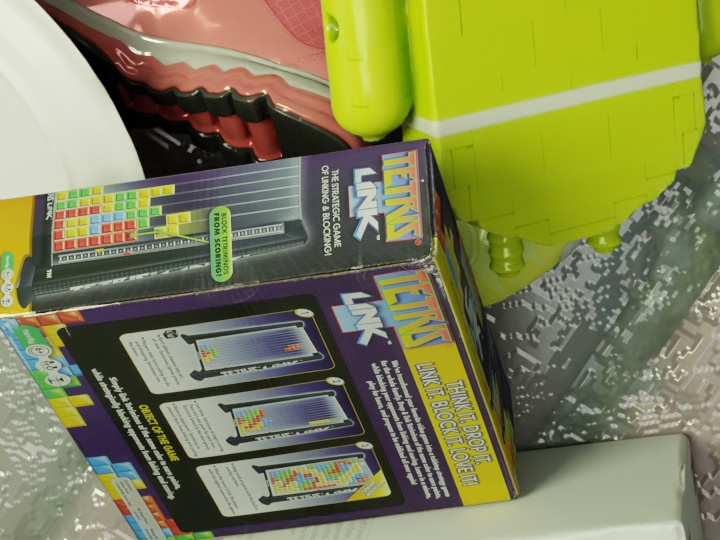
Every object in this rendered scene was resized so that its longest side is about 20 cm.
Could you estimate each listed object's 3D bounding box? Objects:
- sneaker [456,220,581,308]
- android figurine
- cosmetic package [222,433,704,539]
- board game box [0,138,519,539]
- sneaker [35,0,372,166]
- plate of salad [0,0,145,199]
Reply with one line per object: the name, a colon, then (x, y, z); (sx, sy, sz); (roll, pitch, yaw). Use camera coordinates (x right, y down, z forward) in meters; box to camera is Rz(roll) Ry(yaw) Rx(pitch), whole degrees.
sneaker: (0.000, 0.000, 1.069); (0.200, 0.076, 0.076); (-16, 103, 12)
android figurine: (0.071, -0.096, 1.002); (0.182, 0.041, 0.200); (-16, 112, -23)
cosmetic package: (0.044, 0.128, 1.091); (0.200, 0.102, 0.074); (-6, 107, 12)
board game box: (-0.034, 0.033, 1.006); (0.165, 0.057, 0.200); (-9, 148, 8)
sneaker: (-0.073, -0.101, 1.061); (0.200, 0.087, 0.074); (22, 153, 17)
plate of salad: (-0.157, -0.060, 1.059); (0.200, 0.048, 0.200); (24, 137, 25)
